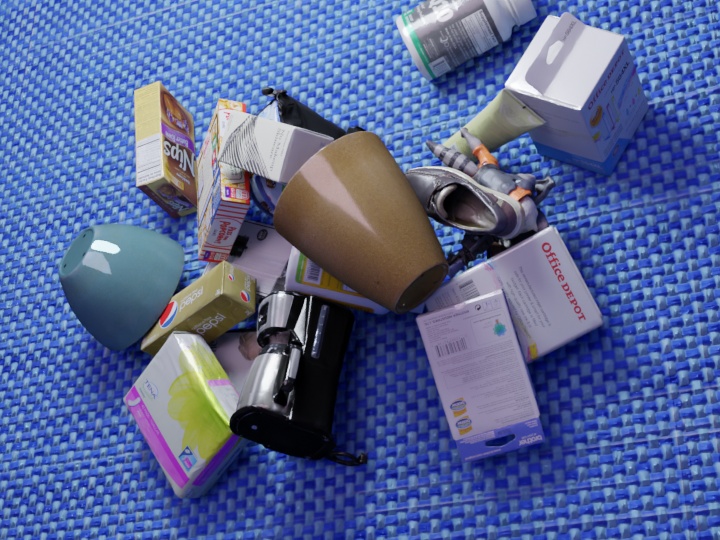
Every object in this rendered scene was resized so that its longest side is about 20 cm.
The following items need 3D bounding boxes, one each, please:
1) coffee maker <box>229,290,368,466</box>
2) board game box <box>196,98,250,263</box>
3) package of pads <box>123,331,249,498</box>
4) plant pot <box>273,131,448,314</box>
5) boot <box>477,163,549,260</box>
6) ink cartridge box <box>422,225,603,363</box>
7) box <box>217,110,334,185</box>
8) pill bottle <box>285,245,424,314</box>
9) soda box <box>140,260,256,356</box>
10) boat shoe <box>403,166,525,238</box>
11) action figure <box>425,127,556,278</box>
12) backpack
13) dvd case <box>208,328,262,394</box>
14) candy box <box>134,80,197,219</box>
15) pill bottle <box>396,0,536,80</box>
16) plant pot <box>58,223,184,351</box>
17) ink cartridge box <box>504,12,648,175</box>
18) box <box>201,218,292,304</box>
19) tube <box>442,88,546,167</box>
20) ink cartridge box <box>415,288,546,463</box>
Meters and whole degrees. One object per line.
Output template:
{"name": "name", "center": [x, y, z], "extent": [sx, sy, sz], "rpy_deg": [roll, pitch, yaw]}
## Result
{"name": "coffee maker", "center": [-0.075, 0.152, 1.641], "extent": [0.134, 0.192, 0.201], "rpy_deg": [-20, 45, 41]}
{"name": "board game box", "center": [-0.213, -0.137, 1.784], "extent": [0.046, 0.152, 0.201], "rpy_deg": [7, 53, -19]}
{"name": "package of pads", "center": [-0.249, 0.206, 1.702], "extent": [0.155, 0.068, 0.200], "rpy_deg": [-50, 58, 21]}
{"name": "plant pot", "center": [0.018, -0.045, 1.525], "extent": [0.186, 0.186, 0.200], "rpy_deg": [-42, 69, 0]}
{"name": "boot", "center": [0.220, -0.071, 1.667], "extent": [0.096, 0.075, 0.201], "rpy_deg": [-8, 60, 1]}
{"name": "ink cartridge box", "center": [0.204, 0.050, 1.556], "extent": [0.199, 0.083, 0.146], "rpy_deg": [-28, 87, 10]}
{"name": "box", "center": [-0.121, -0.167, 1.620], "extent": [0.200, 0.068, 0.083], "rpy_deg": [22, 97, 56]}
{"name": "pill bottle", "center": [0.000, 0.000, 1.666], "extent": [0.199, 0.111, 0.112], "rpy_deg": [13, 68, 2]}
{"name": "soda box", "center": [-0.245, 0.067, 1.762], "extent": [0.200, 0.068, 0.064], "rpy_deg": [-33, 42, 33]}
{"name": "boat shoe", "center": [0.122, -0.093, 1.544], "extent": [0.199, 0.065, 0.072], "rpy_deg": [26, 104, 34]}
{"name": "action figure", "center": [0.158, -0.095, 1.593], "extent": [0.200, 0.105, 0.193], "rpy_deg": [-47, 52, -12]}
{"name": "backpack", "center": [-0.089, -0.151, 1.775], "extent": [0.154, 0.199, 0.191], "rpy_deg": [-44, 41, 31]}
{"name": "dvd case", "center": [-0.170, 0.155, 1.755], "extent": [0.199, 0.018, 0.144], "rpy_deg": [-4, 64, 24]}
{"name": "candy box", "center": [-0.325, -0.202, 1.957], "extent": [0.056, 0.117, 0.201], "rpy_deg": [-17, 59, 17]}
{"name": "pill bottle", "center": [0.166, -0.391, 1.820], "extent": [0.199, 0.113, 0.114], "rpy_deg": [-27, 56, 10]}
{"name": "plant pot", "center": [-0.391, 0.006, 1.824], "extent": [0.200, 0.135, 0.201], "rpy_deg": [-35, 35, 29]}
{"name": "ink cartridge box", "center": [0.301, -0.249, 1.626], "extent": [0.125, 0.200, 0.129], "rpy_deg": [24, 77, 33]}
{"name": "box", "center": [-0.133, -0.005, 1.795], "extent": [0.199, 0.060, 0.117], "rpy_deg": [16, 73, 31]}
{"name": "tube", "center": [0.185, -0.199, 1.680], "extent": [0.200, 0.058, 0.052], "rpy_deg": [-33, 66, 60]}
{"name": "ink cartridge box", "center": [0.157, 0.137, 1.507], "extent": [0.119, 0.042, 0.201], "rpy_deg": [-17, 88, 10]}
